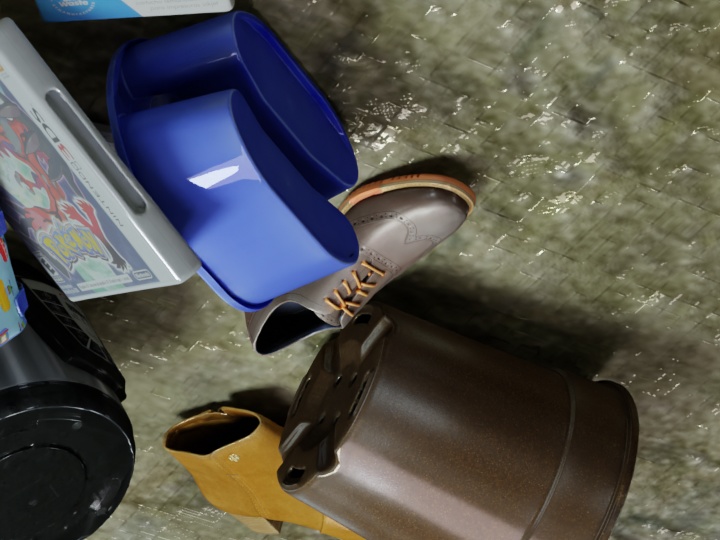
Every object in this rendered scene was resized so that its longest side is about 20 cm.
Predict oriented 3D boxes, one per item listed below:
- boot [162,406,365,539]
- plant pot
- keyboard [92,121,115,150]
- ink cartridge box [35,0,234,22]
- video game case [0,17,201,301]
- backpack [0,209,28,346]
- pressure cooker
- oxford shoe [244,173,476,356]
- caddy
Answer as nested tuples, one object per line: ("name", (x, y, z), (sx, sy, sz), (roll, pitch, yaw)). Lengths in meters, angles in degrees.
("boot", (-0.040, 0.151, 1.759), (0.201, 0.071, 0.144), (-8, 145, 24))
("plant pot", (0.061, 0.128, 1.637), (0.198, 0.200, 0.200), (28, 138, -17))
("keyboard", (-0.240, -0.091, 1.502), (0.200, 0.011, 0.056), (12, 142, -11))
("ink cartridge box", (-0.141, -0.229, 1.260), (0.116, 0.068, 0.200), (-3, 143, 9))
("video game case", (-0.192, -0.060, 1.392), (0.182, 0.023, 0.200), (53, 158, -13))
("backpack", (-0.311, -0.027, 1.412), (0.134, 0.183, 0.200), (12, 123, 36))
("pressure cooker", (-0.266, 0.087, 1.599), (0.178, 0.200, 0.176), (-5, 131, -29))
("oxford shoe", (0.000, 0.000, 1.552), (0.071, 0.073, 0.200), (31, 135, -31))
("caddy", (-0.083, -0.064, 1.418), (0.105, 0.142, 0.200), (-19, 137, 22))
